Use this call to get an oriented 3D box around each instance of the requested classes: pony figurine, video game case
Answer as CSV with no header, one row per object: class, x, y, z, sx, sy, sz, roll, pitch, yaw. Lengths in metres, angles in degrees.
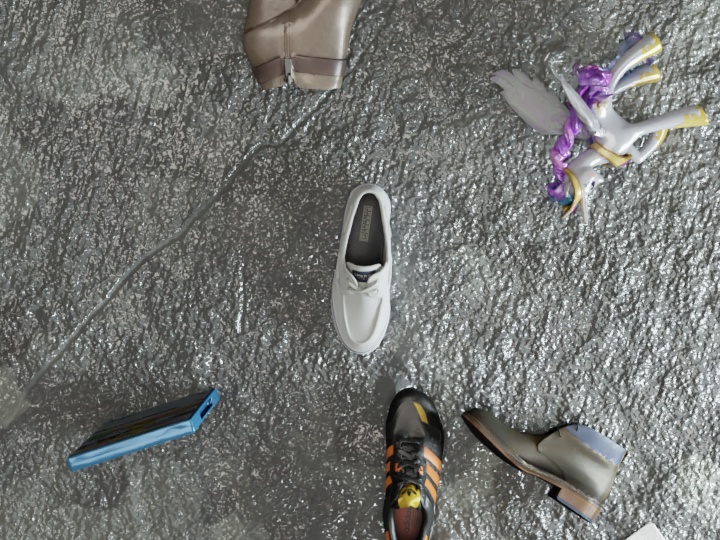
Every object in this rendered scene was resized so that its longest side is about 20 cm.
pony figurine,0.261,-0.176,1.711,0.200,0.167,0.193,-36,101,-10
video game case,-0.240,0.177,1.724,0.143,0.200,0.018,-18,94,4

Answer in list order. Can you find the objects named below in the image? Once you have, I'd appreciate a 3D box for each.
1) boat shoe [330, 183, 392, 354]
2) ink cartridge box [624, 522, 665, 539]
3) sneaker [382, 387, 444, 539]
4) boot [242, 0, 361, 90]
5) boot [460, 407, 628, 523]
boat shoe,0.000,0.000,1.765,0.074,0.065,0.200,-1,95,2
ink cartridge box,0.297,0.401,1.790,0.200,0.067,0.117,-38,93,5
sneaker,0.061,0.239,1.773,0.070,0.090,0.200,2,96,2
boot,-0.036,-0.280,1.747,0.200,0.070,0.146,-4,101,4
boot,0.216,0.198,1.781,0.200,0.075,0.097,38,84,-9
